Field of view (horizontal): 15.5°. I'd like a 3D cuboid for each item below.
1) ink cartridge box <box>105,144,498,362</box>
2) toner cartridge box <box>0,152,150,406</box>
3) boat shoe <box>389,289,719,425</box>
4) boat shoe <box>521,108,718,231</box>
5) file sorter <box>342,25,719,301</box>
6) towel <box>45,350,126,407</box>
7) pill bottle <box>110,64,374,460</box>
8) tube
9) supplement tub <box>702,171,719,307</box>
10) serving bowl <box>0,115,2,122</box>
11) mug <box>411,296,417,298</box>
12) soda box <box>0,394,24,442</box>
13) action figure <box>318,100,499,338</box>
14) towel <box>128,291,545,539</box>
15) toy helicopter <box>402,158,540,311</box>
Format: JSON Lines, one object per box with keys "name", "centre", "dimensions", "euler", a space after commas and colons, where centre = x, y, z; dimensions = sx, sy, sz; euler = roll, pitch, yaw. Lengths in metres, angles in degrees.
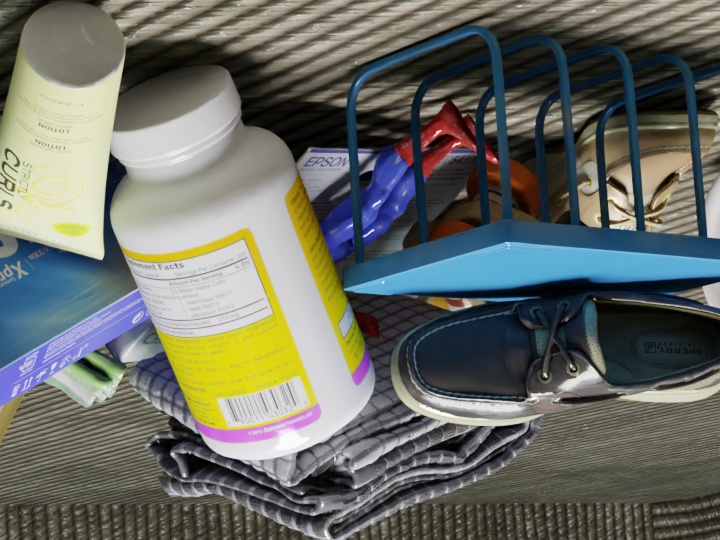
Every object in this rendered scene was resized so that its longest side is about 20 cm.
{"name": "ink cartridge box", "centre": [-0.038, -0.024, 1.615], "dimensions": [0.196, 0.043, 0.200], "euler": [-3, 142, -53]}
{"name": "toner cartridge box", "centre": [-0.168, -0.002, 1.460], "dimensions": [0.200, 0.095, 0.043], "euler": [-33, 159, -43]}
{"name": "boat shoe", "centre": [0.117, 0.040, 1.445], "dimensions": [0.200, 0.072, 0.066], "euler": [-2, 160, -14]}
{"name": "boat shoe", "centre": [0.160, -0.052, 1.619], "dimensions": [0.074, 0.067, 0.200], "euler": [0, 169, -20]}
{"name": "file sorter", "centre": [0.106, -0.053, 1.439], "dimensions": [0.199, 0.123, 0.139], "euler": [4, 167, -37]}
{"name": "towel", "centre": [-0.215, 0.042, 1.611], "dimensions": [0.149, 0.031, 0.200], "euler": [25, 174, -5]}
{"name": "pill bottle", "centre": [-0.070, -0.006, 1.420], "dimensions": [0.104, 0.201, 0.104], "euler": [-17, -155, 8]}
{"name": "tube", "centre": [-0.155, -0.061, 1.344], "dimensions": [0.052, 0.058, 0.200], "euler": [-31, 164, -26]}
{"name": "supplement tub", "centre": [0.332, -0.014, 1.717], "dimensions": [0.199, 0.133, 0.132], "euler": [1, 169, -26]}
{"name": "serving bowl", "centre": [-0.280, -0.048, 1.415], "dimensions": [0.199, 0.066, 0.200], "euler": [-24, 172, -4]}
{"name": "mug", "centre": [0.100, 0.039, 1.795], "dimensions": [0.175, 0.148, 0.200], "euler": [-17, -158, 19]}
{"name": "soda box", "centre": [-0.250, 0.060, 1.541], "dimensions": [0.068, 0.064, 0.200], "euler": [24, 171, 8]}
{"name": "action figure", "centre": [0.000, 0.000, 1.537], "dimensions": [0.200, 0.099, 0.065], "euler": [-35, 159, 12]}
{"name": "towel", "centre": [-0.013, 0.085, 1.568], "dimensions": [0.200, 0.086, 0.165], "euler": [-24, -149, -37]}
{"name": "toy helicopter", "centre": [0.071, 0.024, 1.668], "dimensions": [0.132, 0.079, 0.200], "euler": [42, 143, -11]}
